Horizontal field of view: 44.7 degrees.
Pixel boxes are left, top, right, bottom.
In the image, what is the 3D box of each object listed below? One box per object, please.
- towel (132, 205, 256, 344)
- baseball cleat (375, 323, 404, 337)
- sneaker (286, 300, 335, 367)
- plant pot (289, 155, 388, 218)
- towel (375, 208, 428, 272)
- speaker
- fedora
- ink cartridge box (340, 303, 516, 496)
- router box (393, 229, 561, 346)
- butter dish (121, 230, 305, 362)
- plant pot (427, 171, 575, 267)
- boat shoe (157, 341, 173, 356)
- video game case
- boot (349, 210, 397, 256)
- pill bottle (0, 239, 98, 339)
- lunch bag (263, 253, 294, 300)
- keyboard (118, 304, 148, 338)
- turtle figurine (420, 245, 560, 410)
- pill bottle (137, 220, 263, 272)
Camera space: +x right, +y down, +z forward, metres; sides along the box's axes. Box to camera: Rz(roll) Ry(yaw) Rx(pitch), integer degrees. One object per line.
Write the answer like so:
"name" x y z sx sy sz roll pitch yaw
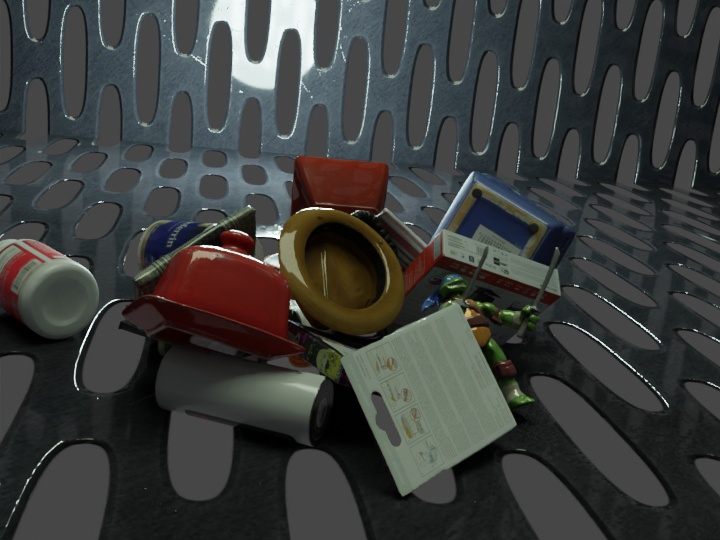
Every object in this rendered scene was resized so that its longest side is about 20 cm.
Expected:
"towel" -0.227 0.006 1.208 0.192 0.201 0.035 -37 73 -24
"baseball cleat" 0.097 0.069 1.413 0.106 0.071 0.199 20 20 41
"sneaker" -0.069 0.086 1.284 0.091 0.077 0.200 5 16 -20
"plant pot" -0.041 -0.100 1.773 0.197 0.202 0.177 4 26 -8
"towel" 0.036 -0.021 1.349 0.146 0.030 0.199 40 -33 -18
"speaker" -0.136 0.143 1.024 0.198 0.082 0.081 11 16 15
"fedora" -0.035 0.012 1.144 0.199 0.082 0.202 19 46 -20
"ink cartridge box" 0.071 0.143 0.992 0.199 0.164 0.057 -21 -7 -36
"router box" 0.160 0.036 1.284 0.198 0.180 0.049 17 51 -20
"butter dish" -0.166 0.023 1.060 0.198 0.149 0.200 21 -18 -19
"plant pot" 0.222 -0.039 1.442 0.199 0.201 0.180 33 6 14
"boat shoe" -0.202 0.079 1.245 0.065 0.073 0.200 23 23 23
"video game case" 0.016 0.124 1.095 0.199 0.036 0.181 22 1 -31
"boot" 0.000 0.002 1.309 0.157 0.080 0.211 -21 -38 31
"pill bottle" -0.476 0.019 1.282 0.111 0.114 0.199 -8 21 -42
"lunch bag" -0.061 0.025 1.485 0.199 0.083 0.175 -8 21 -44
"keyboard" -0.300 0.063 1.370 0.126 0.021 0.200 14 16 25
"turtle figurine" 0.171 0.078 1.124 0.198 0.196 0.144 -21 -17 22
"pill bottle" -0.266 -0.022 1.460 0.198 0.117 0.115 6 12 33
